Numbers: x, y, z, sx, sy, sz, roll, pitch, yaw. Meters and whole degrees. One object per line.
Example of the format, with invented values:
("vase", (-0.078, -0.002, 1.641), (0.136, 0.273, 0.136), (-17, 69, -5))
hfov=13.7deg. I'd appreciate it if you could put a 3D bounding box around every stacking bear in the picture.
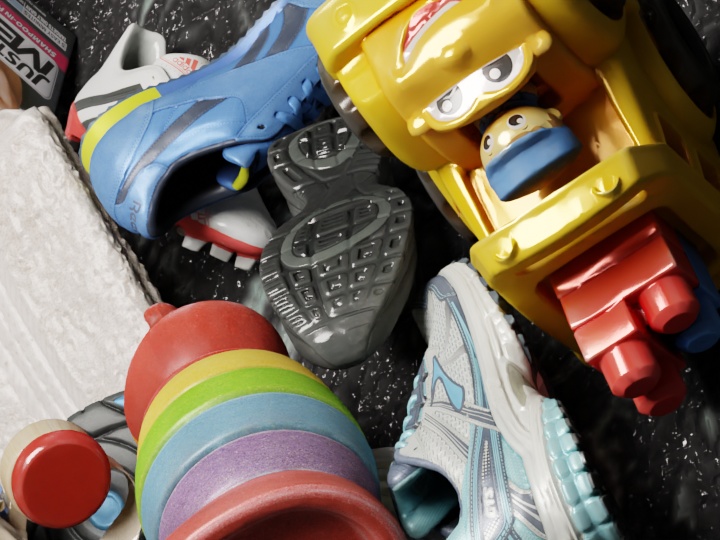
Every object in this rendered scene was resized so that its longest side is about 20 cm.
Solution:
("stacking bear", (-0.054, 0.085, 1.320), (0.114, 0.121, 0.200), (-55, 29, 18))

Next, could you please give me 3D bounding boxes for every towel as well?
("towel", (-0.166, 0.027, 1.529), (0.132, 0.034, 0.201), (-37, 76, 18))

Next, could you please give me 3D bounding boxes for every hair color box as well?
("hair color box", (-0.226, -0.089, 1.661), (0.061, 0.099, 0.201), (-34, 28, 29))

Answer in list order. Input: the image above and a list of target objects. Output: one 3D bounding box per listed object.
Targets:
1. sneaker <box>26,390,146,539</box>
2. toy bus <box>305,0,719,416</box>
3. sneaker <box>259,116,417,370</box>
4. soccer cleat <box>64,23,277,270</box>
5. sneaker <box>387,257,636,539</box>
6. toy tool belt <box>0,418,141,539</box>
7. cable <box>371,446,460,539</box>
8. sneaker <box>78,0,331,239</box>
("sneaker", (-0.139, 0.127, 1.478), (0.200, 0.082, 0.073), (-41, 75, 13))
("toy bus", (0.087, -0.038, 1.279), (0.135, 0.200, 0.193), (-31, 55, 17))
("sneaker", (0.000, 0.000, 1.405), (0.075, 0.091, 0.200), (-14, 26, 9))
("soccer cleat", (-0.094, -0.068, 1.585), (0.086, 0.068, 0.200), (-62, 36, 9))
("sneaker", (0.044, 0.067, 1.288), (0.086, 0.078, 0.200), (-28, 33, 1))
("toy tool belt", (-0.199, 0.138, 1.392), (0.200, 0.125, 0.123), (-53, 27, 3))
("cable", (0.009, 0.174, 1.349), (0.200, 0.069, 0.200), (-54, 41, 11))
("sneaker", (-0.043, -0.082, 1.502), (0.200, 0.066, 0.078), (-34, 49, -10))
